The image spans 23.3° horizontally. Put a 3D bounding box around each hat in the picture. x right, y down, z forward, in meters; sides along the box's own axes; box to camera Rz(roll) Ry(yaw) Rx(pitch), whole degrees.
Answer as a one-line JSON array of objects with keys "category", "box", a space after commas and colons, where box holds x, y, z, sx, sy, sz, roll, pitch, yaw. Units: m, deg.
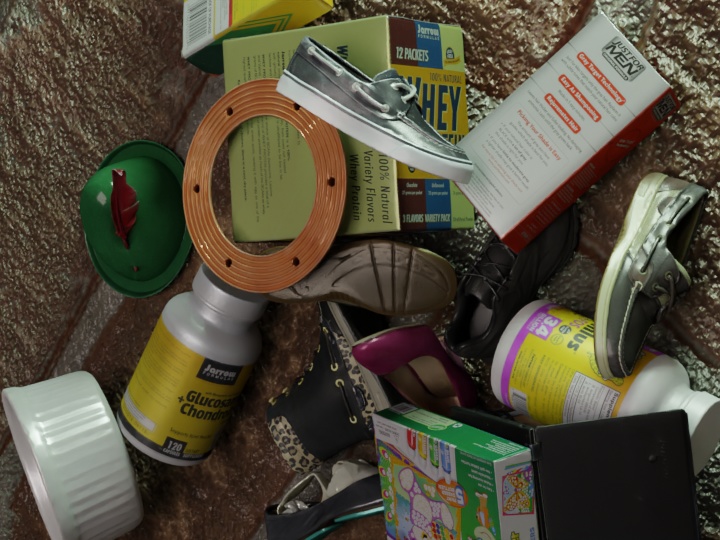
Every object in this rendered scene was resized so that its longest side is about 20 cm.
[{"category": "hat", "box": [-0.285, -0.063, 1.858, 0.165, 0.175, 0.201, 40, 113, 27]}]

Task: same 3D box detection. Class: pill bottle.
[{"category": "pill bottle", "box": [-0.170, 0.095, 1.825, 0.112, 0.112, 0.201, 38, 113, 27]}, {"category": "pill bottle", "box": [0.221, 0.108, 1.555, 0.199, 0.104, 0.105, 26, 107, 31]}]

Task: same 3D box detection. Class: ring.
[{"category": "ring", "box": [-0.089, -0.079, 1.646, 0.199, 0.019, 0.203, -1, 88, 35]}]

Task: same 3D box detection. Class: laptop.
[{"category": "laptop", "box": [0.188, 0.211, 1.529, 0.199, 0.115, 0.190, 9, 110, 59]}]

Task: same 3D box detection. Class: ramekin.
[{"category": "ramekin", "box": [-0.309, 0.207, 1.887, 0.201, 0.097, 0.202, 57, 160, 35]}]

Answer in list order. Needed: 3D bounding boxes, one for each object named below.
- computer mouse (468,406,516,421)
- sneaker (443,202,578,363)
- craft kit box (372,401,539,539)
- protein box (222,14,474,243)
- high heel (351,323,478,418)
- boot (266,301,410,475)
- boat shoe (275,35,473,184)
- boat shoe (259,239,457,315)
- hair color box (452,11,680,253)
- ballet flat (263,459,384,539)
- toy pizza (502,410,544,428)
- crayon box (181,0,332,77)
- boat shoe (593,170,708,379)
[{"category": "computer mouse", "box": [0.128, 0.237, 1.614, 0.137, 0.052, 0.202, 18, 109, 35]}, {"category": "sneaker", "box": [0.138, -0.002, 1.617, 0.076, 0.090, 0.202, 28, 106, 32]}, {"category": "craft kit box", "box": [0.088, 0.235, 1.556, 0.199, 0.048, 0.200, 14, 117, 58]}, {"category": "protein box", "box": [-0.012, -0.131, 1.688, 0.198, 0.134, 0.201, -3, 90, 35]}, {"category": "high heel", "box": [0.057, 0.105, 1.615, 0.067, 0.199, 0.097, -22, 75, 28]}, {"category": "boot", "box": [-0.043, 0.092, 1.757, 0.153, 0.073, 0.205, -32, 78, 30]}, {"category": "boat shoe", "box": [0.021, -0.145, 1.547, 0.199, 0.072, 0.068, 31, 100, 20]}, {"category": "boat shoe", "box": [0.000, 0.000, 1.663, 0.198, 0.065, 0.074, 6, 102, 15]}, {"category": "hair color box", "box": [0.178, -0.122, 1.561, 0.200, 0.061, 0.102, -42, 67, 8]}, {"category": "ballet flat", "box": [-0.024, 0.230, 1.757, 0.199, 0.073, 0.074, -29, 76, 35]}, {"category": "toy pizza", "box": [0.161, 0.234, 1.648, 0.198, 0.032, 0.203, 2, 94, 35]}, {"category": "crayon box", "box": [-0.094, -0.295, 1.761, 0.199, 0.051, 0.128, -25, 53, 34]}, {"category": "boat shoe", "box": [0.253, 0.002, 1.507, 0.065, 0.072, 0.202, 6, 59, 27]}]
